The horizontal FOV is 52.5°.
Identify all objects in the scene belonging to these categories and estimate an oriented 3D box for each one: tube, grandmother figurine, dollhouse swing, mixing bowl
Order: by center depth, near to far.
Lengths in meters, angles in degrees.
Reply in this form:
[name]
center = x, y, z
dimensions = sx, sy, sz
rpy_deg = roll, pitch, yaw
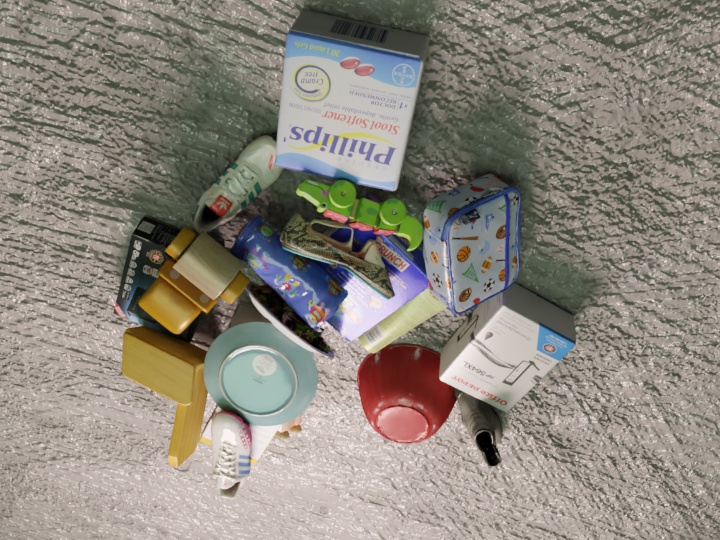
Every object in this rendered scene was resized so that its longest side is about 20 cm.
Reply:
[tube]
center = 0.083, 0.073, 1.259
dimensions = 0.200, 0.052, 0.058
rpy_deg = -38, 153, 27
[dollhouse swing]
center = -0.350, 0.216, 1.284
dimensions = 0.181, 0.200, 0.176
rpy_deg = 25, 89, 0
[mixing bowl]
center = 0.082, 0.245, 1.343
dimensions = 0.199, 0.109, 0.201
rpy_deg = 6, 126, 8
[grandmother figurine]
center = -0.132, 0.221, 1.378
dimensions = 0.060, 0.121, 0.201
rpy_deg = 23, 115, 26

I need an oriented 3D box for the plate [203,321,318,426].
[plate]
center = -0.172, 0.183, 1.242
dimensions = 0.199, 0.026, 0.201
rpy_deg = 2, 110, 4

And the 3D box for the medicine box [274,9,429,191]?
[medicine box]
center = -0.014, -0.235, 1.016
dimensions = 0.181, 0.103, 0.201
rpy_deg = 12, 126, 2

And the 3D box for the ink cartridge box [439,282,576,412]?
[ink cartridge box]
center = 0.246, 0.131, 1.242
dimensions = 0.146, 0.084, 0.200
rpy_deg = 27, 125, -9

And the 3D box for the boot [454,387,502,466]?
[boot]
center = 0.224, 0.302, 1.323
dimensions = 0.067, 0.131, 0.200
rpy_deg = -22, 134, 10

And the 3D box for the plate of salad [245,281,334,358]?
[plate of salad]
center = -0.113, 0.073, 1.221
dimensions = 0.200, 0.200, 0.048
rpy_deg = 40, 92, -18

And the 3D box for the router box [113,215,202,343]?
[router box]
center = -0.340, 0.020, 1.289
dimensions = 0.149, 0.062, 0.200
rpy_deg = 21, 127, -6

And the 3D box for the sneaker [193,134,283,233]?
[sneaker]
center = -0.191, -0.125, 1.136
dimensions = 0.070, 0.094, 0.200
rpy_deg = 42, 123, -19

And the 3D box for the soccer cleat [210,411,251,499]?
[soccer cleat]
center = -0.231, 0.333, 1.295
dimensions = 0.070, 0.087, 0.201
rpy_deg = 9, 135, 10

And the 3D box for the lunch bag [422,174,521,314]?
[lunch bag]
center = 0.175, -0.043, 1.103
dimensions = 0.160, 0.076, 0.201
rpy_deg = -24, 130, -22

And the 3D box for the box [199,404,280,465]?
[box]
center = -0.207, 0.266, 1.333
dimensions = 0.119, 0.042, 0.200
rpy_deg = 26, 124, -9

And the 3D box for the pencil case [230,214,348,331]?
[pencil case]
center = -0.113, 0.005, 1.140
dimensions = 0.200, 0.078, 0.087
rpy_deg = 42, 130, -5

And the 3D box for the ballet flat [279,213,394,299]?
[ballet flat]
center = -0.022, -0.028, 1.102
dimensions = 0.199, 0.068, 0.076
rpy_deg = 27, 94, -11

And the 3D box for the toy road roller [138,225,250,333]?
[toy road roller]
center = -0.264, 0.023, 1.122
dimensions = 0.123, 0.200, 0.146
rpy_deg = 40, 79, -12

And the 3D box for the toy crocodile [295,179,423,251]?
[toy crocodile]
center = 0.000, -0.085, 1.062
dimensions = 0.199, 0.067, 0.062
rpy_deg = 19, 84, -14

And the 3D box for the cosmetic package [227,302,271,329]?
[cosmetic package]
center = -0.204, 0.173, 1.350
dimensions = 0.087, 0.104, 0.201
rpy_deg = 12, 129, 1

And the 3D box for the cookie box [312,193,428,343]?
[cookie box]
center = 0.000, 0.000, 1.199
dimensions = 0.171, 0.075, 0.200
rpy_deg = 43, 122, -16
